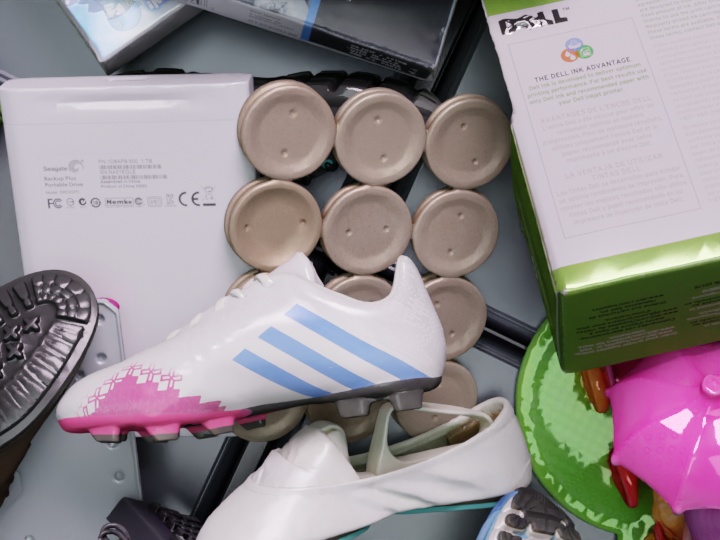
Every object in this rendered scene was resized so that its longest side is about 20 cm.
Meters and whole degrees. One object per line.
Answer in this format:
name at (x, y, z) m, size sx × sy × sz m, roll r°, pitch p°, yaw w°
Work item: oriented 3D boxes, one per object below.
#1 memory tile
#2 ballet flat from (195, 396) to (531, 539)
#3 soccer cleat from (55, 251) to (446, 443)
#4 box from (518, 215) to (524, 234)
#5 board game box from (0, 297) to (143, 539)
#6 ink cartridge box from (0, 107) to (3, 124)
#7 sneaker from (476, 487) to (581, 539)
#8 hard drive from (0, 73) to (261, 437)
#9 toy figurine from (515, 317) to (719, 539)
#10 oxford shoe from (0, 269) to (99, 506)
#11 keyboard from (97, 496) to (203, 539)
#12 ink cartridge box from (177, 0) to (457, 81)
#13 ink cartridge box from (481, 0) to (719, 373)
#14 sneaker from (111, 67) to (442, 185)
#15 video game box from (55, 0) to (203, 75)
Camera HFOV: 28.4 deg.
memory tile at (0.000, 0.000, 0.762) m, size 0.152 × 0.017 × 0.202 m, roll 0°, pitch 111°, yaw -17°
ballet flat at (0.002, 0.105, 0.759) m, size 0.198 × 0.069 × 0.070 m, roll -9°, pitch 91°, yaw -25°
soccer cleat at (-0.057, 0.038, 0.723) m, size 0.198 × 0.070 × 0.087 m, roll -7°, pitch 83°, yaw -4°
box at (0.137, -0.121, 0.761) m, size 0.111 × 0.101 × 0.202 m, roll -4°, pitch 91°, yaw 1°
board game box at (-0.219, 0.114, 0.783) m, size 0.198 × 0.026 × 0.202 m, roll -4°, pitch 107°, yaw 2°
ink cartridge box at (-0.315, -0.128, 0.777) m, size 0.147 × 0.076 × 0.201 m, roll -33°, pitch 91°, yaw 1°
sneaker at (0.052, 0.208, 0.747) m, size 0.078 × 0.090 × 0.201 m, roll 29°, pitch 75°, yaw -30°
hard drive at (-0.116, -0.005, 0.769) m, size 0.131 × 0.027 × 0.202 m, roll -1°, pitch 112°, yaw 4°
toy figurine at (0.167, 0.103, 0.723) m, size 0.149 × 0.184 × 0.202 m, roll -16°, pitch 91°, yaw 2°
oxford shoe at (-0.202, 0.084, 0.729) m, size 0.073 × 0.084 × 0.200 m, roll 39°, pitch 86°, yaw 16°
keyboard at (-0.063, 0.171, 0.701) m, size 0.200 × 0.127 × 0.021 m, roll 35°, pitch 98°, yaw 39°
ink cartridge box at (-0.025, -0.225, 0.748) m, size 0.196 × 0.043 × 0.202 m, roll 17°, pitch 84°, yaw -4°
ink cartridge box at (0.143, -0.069, 0.681) m, size 0.146 × 0.076 × 0.201 m, roll -12°, pitch 57°, yaw 1°
sneaker at (-0.050, -0.071, 0.791) m, size 0.198 × 0.075 × 0.080 m, roll 1°, pitch 103°, yaw 9°
video game box at (-0.112, -0.240, 0.783) m, size 0.199 × 0.047 × 0.183 m, roll -35°, pitch 88°, yaw -6°
